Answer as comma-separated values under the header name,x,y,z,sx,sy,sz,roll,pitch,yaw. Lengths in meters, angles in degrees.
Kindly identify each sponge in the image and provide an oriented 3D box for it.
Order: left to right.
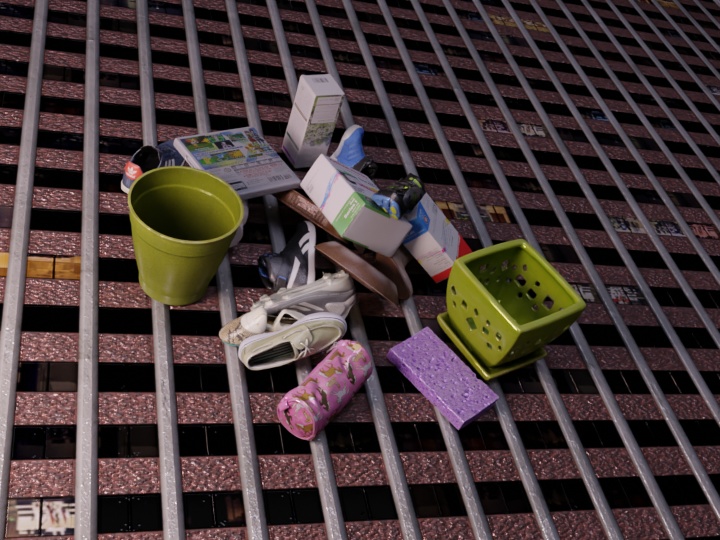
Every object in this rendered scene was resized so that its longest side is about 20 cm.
name,x,y,z,sx,sy,sz,roll,pitch,yaw
sponge,0.152,0.197,1.626,0.111,0.030,0.200,-23,58,-39

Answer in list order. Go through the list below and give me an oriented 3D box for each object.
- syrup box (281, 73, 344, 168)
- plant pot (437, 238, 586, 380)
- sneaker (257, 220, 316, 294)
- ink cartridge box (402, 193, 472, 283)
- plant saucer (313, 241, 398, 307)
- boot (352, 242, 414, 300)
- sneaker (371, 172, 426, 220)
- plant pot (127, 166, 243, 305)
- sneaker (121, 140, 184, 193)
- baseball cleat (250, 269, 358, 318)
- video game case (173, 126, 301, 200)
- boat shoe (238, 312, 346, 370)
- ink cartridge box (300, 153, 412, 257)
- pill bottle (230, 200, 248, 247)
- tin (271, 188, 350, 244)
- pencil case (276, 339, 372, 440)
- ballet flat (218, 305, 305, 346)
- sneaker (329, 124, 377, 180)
name,x,y,z,sx,sy,sz,roll,pitch,yaw
syrup box,-0.108,-0.332,1.959,0.078,0.201,0.082,-10,50,-31
plant pot,0.277,0.085,1.684,0.197,0.183,0.200,-15,52,-35
sneaker,-0.146,-0.033,1.717,0.110,0.074,0.201,9,43,-14
ink cartridge box,0.155,-0.060,1.834,0.200,0.067,0.117,49,31,-25
plant saucer,0.000,0.000,1.672,0.199,0.037,0.200,36,-1,1
boot,0.079,-0.032,1.820,0.145,0.070,0.201,-17,61,-46
sneaker,0.079,-0.149,1.678,0.071,0.083,0.199,40,17,7
plant pot,-0.324,-0.048,1.568,0.198,0.194,0.202,11,42,-10
sneaker,-0.420,-0.233,1.811,0.074,0.085,0.201,24,41,5
baseball cleat,-0.100,0.072,1.627,0.198,0.108,0.070,-18,18,-1
video game case,-0.245,-0.214,1.748,0.199,0.022,0.183,-18,58,-42
boat shoe,-0.114,0.132,1.528,0.198,0.073,0.062,-18,28,-10
ink cartridge box,-0.011,-0.131,1.744,0.144,0.084,0.200,21,21,-42
pill bottle,-0.279,-0.142,1.752,0.107,0.109,0.201,6,43,-16
tin,-0.097,-0.120,1.815,0.199,0.042,0.112,33,-2,13
pencil case,-0.059,0.201,1.494,0.086,0.083,0.200,26,41,18
ballet flat,-0.152,0.099,1.571,0.197,0.076,0.068,6,41,-16
sneaker,-0.006,-0.253,2.008,0.110,0.077,0.201,21,45,10
